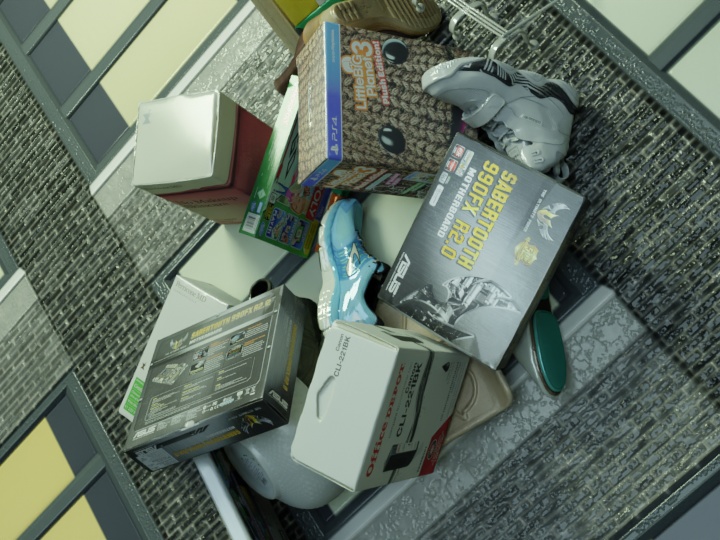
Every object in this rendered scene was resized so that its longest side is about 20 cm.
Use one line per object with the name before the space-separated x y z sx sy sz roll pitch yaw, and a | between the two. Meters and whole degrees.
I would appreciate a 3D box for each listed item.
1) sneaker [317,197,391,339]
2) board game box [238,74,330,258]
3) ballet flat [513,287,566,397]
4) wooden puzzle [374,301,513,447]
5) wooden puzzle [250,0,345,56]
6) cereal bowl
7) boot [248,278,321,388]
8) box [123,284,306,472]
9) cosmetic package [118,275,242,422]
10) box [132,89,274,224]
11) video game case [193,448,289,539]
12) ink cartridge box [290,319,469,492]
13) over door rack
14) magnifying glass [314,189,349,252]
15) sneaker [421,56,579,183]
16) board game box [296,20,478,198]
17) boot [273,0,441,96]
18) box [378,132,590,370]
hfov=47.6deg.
sneaker | 0.000 0.000 1.007 0.088 0.078 0.204 -12 60 19
board game box | -0.077 -0.128 1.046 0.029 0.134 0.204 18 89 29
ballet flat | 0.188 0.048 0.932 0.068 0.069 0.205 -13 72 22
wooden puzzle | 0.068 0.122 0.983 0.198 0.046 0.188 -35 67 21
wooden puzzle | -0.053 -0.382 1.071 0.183 0.201 0.037 -33 25 16
cereal bowl | -0.103 0.203 0.959 0.199 0.203 0.083 34 54 27
boot | -0.088 0.117 1.007 0.067 0.130 0.204 -21 72 19
box | -0.158 0.119 0.901 0.197 0.048 0.160 -23 37 24
cosmetic package | -0.229 0.123 1.101 0.106 0.084 0.204 23 92 30
box | -0.183 -0.139 1.062 0.125 0.199 0.112 -3 78 25
video game case | -0.137 0.281 0.974 0.023 0.183 0.202 -31 67 -2
ink cartridge box | 0.027 0.140 0.862 0.082 0.199 0.147 19 92 29
over door rack | 0.181 -0.343 0.994 0.199 0.067 0.148 -42 64 -12
magnifying glass | -0.022 -0.120 1.059 0.022 0.079 0.205 19 99 24
sneaker | 0.160 -0.165 0.921 0.075 0.195 0.118 155 120 -66
board game box | 0.031 -0.182 0.963 0.097 0.196 0.164 154 116 -63
boot | -0.005 -0.295 1.064 0.166 0.197 0.074 -36 75 53
box | 0.130 -0.021 0.880 0.157 0.048 0.203 31 101 22
